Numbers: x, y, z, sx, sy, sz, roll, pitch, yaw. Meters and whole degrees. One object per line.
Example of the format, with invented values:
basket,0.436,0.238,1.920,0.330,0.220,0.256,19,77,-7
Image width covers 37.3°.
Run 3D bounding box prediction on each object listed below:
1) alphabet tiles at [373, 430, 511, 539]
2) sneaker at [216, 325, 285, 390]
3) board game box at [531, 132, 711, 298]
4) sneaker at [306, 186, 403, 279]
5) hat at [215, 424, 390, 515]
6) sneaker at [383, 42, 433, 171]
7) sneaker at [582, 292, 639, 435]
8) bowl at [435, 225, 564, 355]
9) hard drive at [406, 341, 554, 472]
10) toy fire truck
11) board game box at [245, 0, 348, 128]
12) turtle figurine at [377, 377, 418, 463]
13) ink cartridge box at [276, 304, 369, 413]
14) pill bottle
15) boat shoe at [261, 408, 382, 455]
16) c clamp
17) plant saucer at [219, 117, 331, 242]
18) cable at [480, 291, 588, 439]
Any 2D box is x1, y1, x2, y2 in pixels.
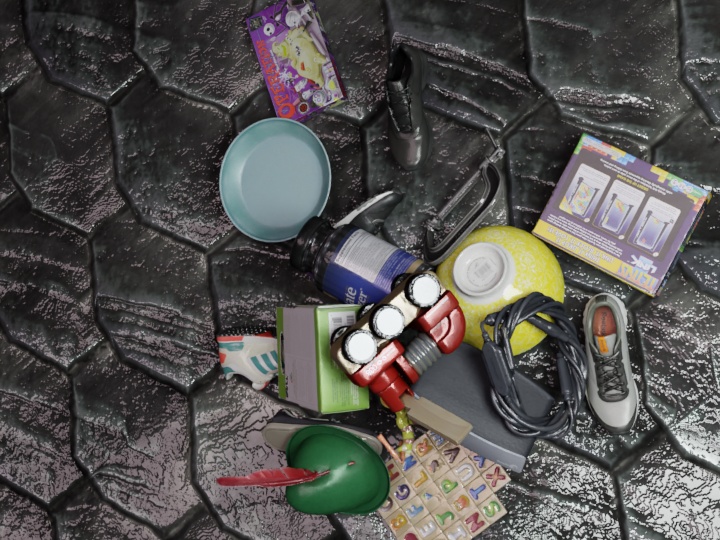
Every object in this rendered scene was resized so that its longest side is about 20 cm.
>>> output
alphabet tiles,0.120,0.332,1.606,0.200,0.006,0.167,-39,73,13
sneaker,-0.135,0.142,1.697,0.198,0.070,0.094,3,103,19
board game box,0.373,-0.079,1.529,0.199,0.057,0.166,30,97,20
sneaker,-0.001,-0.047,1.667,0.199,0.076,0.088,-37,88,17
hat,-0.078,0.338,1.557,0.198,0.176,0.167,11,121,20
sneaker,0.065,-0.254,1.643,0.075,0.091,0.202,-8,83,17
sneaker,0.347,0.131,1.505,0.073,0.079,0.202,-9,83,16
bowl,0.187,0.016,1.536,0.199,0.108,0.202,-8,67,20
hard drive,0.166,0.179,1.496,0.199,0.042,0.135,30,69,2
toy fire truck,0.083,0.122,1.436,0.176,0.129,0.200,-40,100,-11
board game box,-0.106,-0.346,1.750,0.119,0.032,0.201,-24,77,21
turtle figurine,0.062,0.176,1.561,0.064,0.161,0.202,-21,77,17
ink cartridge box,-0.061,0.123,1.570,0.075,0.200,0.149,-2,90,-22
pill bottle,0.000,0.000,1.576,0.199,0.112,0.113,27,94,16
boat shoe,-0.054,0.245,1.646,0.198,0.063,0.073,3,128,23
c clamp,0.154,-0.102,1.592,0.027,0.171,0.200,32,108,-24
plant saucer,-0.133,-0.145,1.730,0.198,0.036,0.202,-1,88,21
cable,0.245,0.135,1.472,0.051,0.162,0.201,-15,98,58
